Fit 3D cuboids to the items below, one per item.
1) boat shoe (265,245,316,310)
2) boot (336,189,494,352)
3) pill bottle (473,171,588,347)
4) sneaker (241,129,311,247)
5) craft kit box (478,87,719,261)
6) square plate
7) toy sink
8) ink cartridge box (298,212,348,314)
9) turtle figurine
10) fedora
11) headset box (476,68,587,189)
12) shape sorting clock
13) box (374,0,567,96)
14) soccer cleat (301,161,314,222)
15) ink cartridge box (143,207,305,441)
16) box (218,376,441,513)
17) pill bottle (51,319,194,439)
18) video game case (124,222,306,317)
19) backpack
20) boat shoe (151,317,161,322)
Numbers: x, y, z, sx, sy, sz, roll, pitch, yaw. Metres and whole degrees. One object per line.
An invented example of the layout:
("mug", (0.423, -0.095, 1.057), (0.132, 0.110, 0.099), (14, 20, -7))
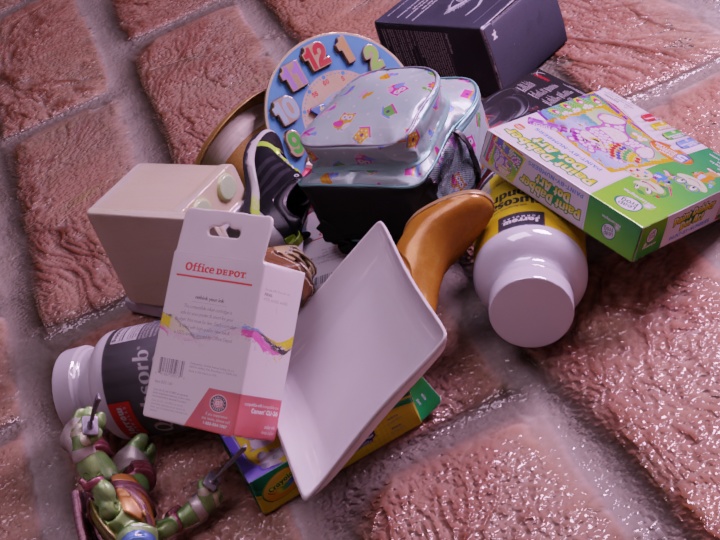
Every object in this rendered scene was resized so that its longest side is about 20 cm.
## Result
("boat shoe", (-0.084, 0.003, 1.497), (0.074, 0.076, 0.200), (-36, 11, -17))
("boot", (0.059, 0.025, 1.400), (0.201, 0.071, 0.144), (-37, 37, 17))
("pill bottle", (0.167, -0.016, 1.459), (0.111, 0.112, 0.200), (-15, 31, 14))
("sneaker", (-0.083, -0.087, 1.667), (0.082, 0.072, 0.201), (-18, 44, 16))
("craft kit box", (0.255, -0.101, 1.473), (0.197, 0.049, 0.200), (-25, 49, -39))
("square plate", (-0.008, 0.081, 1.347), (0.200, 0.028, 0.198), (-50, 33, 15))
("toy sink", (-0.185, -0.040, 1.674), (0.199, 0.131, 0.112), (4, 40, 38))
("ink cartridge box", (0.000, 0.000, 1.589), (0.115, 0.068, 0.200), (-16, 32, 11))
("turtle figurine", (-0.201, 0.175, 1.377), (0.143, 0.201, 0.194), (-2, 17, -23))
("fedora", (-0.122, -0.135, 1.827), (0.082, 0.201, 0.200), (39, 61, 18))
("headset box", (0.167, -0.136, 1.682), (0.199, 0.075, 0.149), (-30, 31, -12))
("shape sorting clock", (-0.019, -0.188, 1.781), (0.200, 0.201, 0.039), (-34, 1, -19))
("box", (0.145, -0.314, 1.945), (0.199, 0.105, 0.148), (15, 47, 46))
("soccer cleat", (0.017, -0.107, 1.750), (0.199, 0.077, 0.067), (-15, 44, -25))
("ink cartridge box", (-0.123, 0.049, 1.377), (0.116, 0.067, 0.201), (8, 86, 35))
("box", (-0.031, 0.140, 1.415), (0.199, 0.049, 0.117), (-28, 32, -11))
("pill bottle", (-0.204, 0.110, 1.509), (0.199, 0.116, 0.116), (-12, 32, 19))
("video game case", (-0.154, -0.002, 1.740), (0.199, 0.022, 0.182), (8, 43, 42))
("backpack", (0.044, -0.128, 1.552), (0.175, 0.154, 0.200), (0, 33, 36))
("boat shoe", (-0.210, 0.083, 1.603), (0.199, 0.065, 0.072), (-16, 33, 14))
